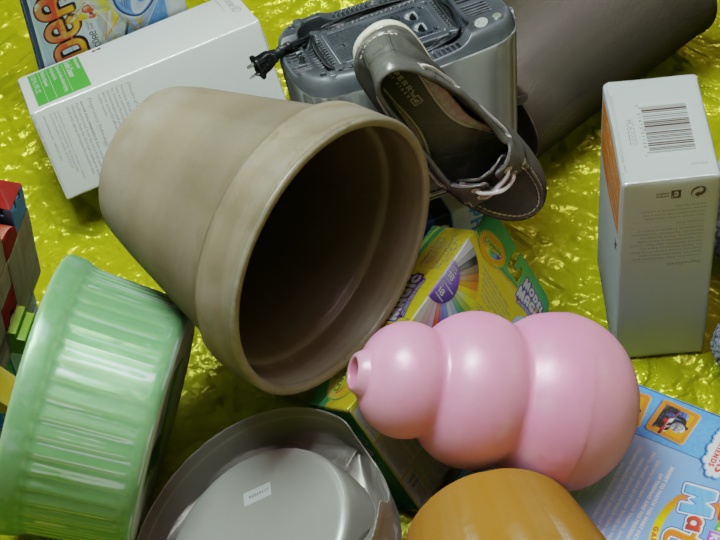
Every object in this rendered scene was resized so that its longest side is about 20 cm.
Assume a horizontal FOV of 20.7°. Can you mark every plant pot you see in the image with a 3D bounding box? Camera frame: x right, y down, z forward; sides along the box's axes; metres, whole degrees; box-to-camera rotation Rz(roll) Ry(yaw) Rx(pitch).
[{"bbox_3d":[0.103,0.232,1.258,0.198,0.202,0.184,-12,35,-4],"label":"plant pot"},{"bbox_3d":[-0.078,-0.042,1.342,0.173,0.201,0.200,28,58,32],"label":"plant pot"}]

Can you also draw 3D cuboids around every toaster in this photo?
[{"bbox_3d":[0.025,-0.123,1.431,0.198,0.130,0.114,-20,36,-10],"label":"toaster"}]

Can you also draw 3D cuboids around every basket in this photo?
[{"bbox_3d":[0.165,-0.192,1.626,0.180,0.137,0.200,29,63,31],"label":"basket"}]

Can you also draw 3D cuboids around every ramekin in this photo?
[{"bbox_3d":[-0.183,0.098,1.380,0.097,0.201,0.201,15,52,0],"label":"ramekin"}]

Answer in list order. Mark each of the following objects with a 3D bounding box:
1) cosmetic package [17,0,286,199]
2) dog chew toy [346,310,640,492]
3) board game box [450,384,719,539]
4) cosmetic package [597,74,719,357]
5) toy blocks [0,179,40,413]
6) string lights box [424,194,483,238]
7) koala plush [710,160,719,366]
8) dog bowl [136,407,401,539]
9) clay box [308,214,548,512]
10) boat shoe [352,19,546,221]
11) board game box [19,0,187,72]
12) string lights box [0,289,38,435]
[{"bbox_3d":[-0.170,-0.145,1.617,0.199,0.085,0.108,-25,25,-7],"label":"cosmetic package"},{"bbox_3d":[0.087,0.083,1.337,0.198,0.125,0.125,10,48,-18],"label":"dog chew toy"},{"bbox_3d":[0.181,0.149,1.403,0.199,0.037,0.152,20,55,23],"label":"board game box"},{"bbox_3d":[0.216,-0.036,1.444,0.071,0.201,0.102,-6,50,1],"label":"cosmetic package"},{"bbox_3d":[-0.275,0.014,1.361,0.099,0.137,0.201,9,53,7],"label":"toy blocks"},{"bbox_3d":[0.000,0.000,1.489,0.199,0.103,0.059,-24,48,-13],"label":"string lights box"},{"bbox_3d":[0.349,-0.043,1.428,0.182,0.201,0.179,-3,55,-5],"label":"koala plush"},{"bbox_3d":[-0.060,0.192,1.336,0.199,0.059,0.201,-20,45,21],"label":"dog bowl"},{"bbox_3d":[0.055,0.060,1.426,0.047,0.115,0.201,6,51,44],"label":"clay box"},{"bbox_3d":[0.064,-0.089,1.357,0.067,0.200,0.057,-37,33,14],"label":"boat shoe"},{"bbox_3d":[-0.214,-0.221,1.639,0.134,0.201,0.035,-20,49,-10],"label":"board game box"},{"bbox_3d":[-0.299,0.113,1.438,0.058,0.103,0.201,16,54,16],"label":"string lights box"}]
